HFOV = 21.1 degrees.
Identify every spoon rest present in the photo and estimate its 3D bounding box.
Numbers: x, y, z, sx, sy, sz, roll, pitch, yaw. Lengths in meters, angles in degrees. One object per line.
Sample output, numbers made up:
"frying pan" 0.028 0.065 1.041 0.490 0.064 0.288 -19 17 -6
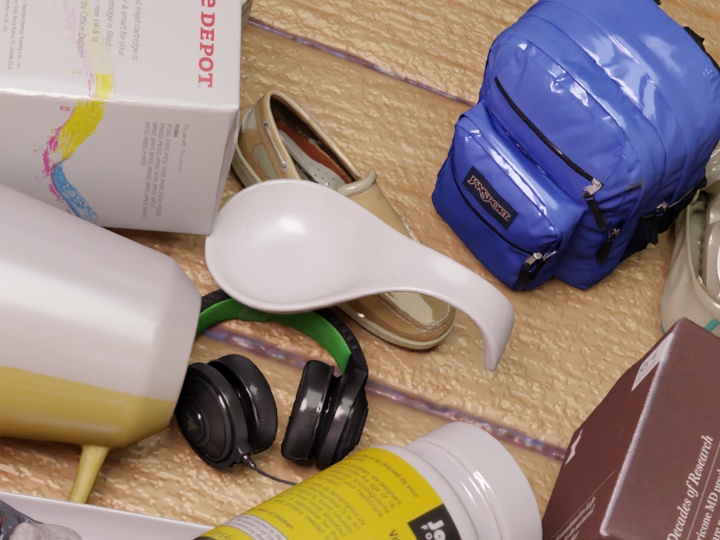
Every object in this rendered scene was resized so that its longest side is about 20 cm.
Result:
"spoon rest" 0.000 0.000 1.199 0.200 0.061 0.099 19 59 7

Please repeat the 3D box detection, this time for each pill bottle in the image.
"pill bottle" -0.005 0.165 1.055 0.200 0.114 0.114 -26 71 -31

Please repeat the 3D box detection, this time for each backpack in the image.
"backpack" 0.145 -0.085 1.271 0.162 0.200 0.168 43 64 9

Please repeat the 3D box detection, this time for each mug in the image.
"mug" -0.181 0.048 1.122 0.153 0.187 0.150 15 30 -9

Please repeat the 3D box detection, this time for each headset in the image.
"headset" -0.056 0.098 1.183 0.123 0.094 0.200 3 43 -15

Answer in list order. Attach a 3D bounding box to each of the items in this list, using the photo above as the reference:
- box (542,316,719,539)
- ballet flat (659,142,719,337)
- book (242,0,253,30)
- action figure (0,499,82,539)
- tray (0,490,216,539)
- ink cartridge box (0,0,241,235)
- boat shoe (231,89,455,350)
"box" 0.223 0.169 1.164 0.200 0.166 0.164 27 55 -2
"ballet flat" 0.255 -0.032 1.363 0.069 0.069 0.200 18 55 -9
"book" -0.180 -0.147 1.295 0.133 0.048 0.200 31 57 5
"action figure" -0.184 0.133 1.001 0.194 0.200 0.105 50 37 -28
"tray" -0.156 0.186 1.089 0.200 0.022 0.108 11 83 -13
"ink cartridge box" -0.175 -0.122 1.170 0.200 0.145 0.146 5 58 -8
"boat shoe" -0.008 -0.035 1.263 0.200 0.076 0.072 45 54 9
